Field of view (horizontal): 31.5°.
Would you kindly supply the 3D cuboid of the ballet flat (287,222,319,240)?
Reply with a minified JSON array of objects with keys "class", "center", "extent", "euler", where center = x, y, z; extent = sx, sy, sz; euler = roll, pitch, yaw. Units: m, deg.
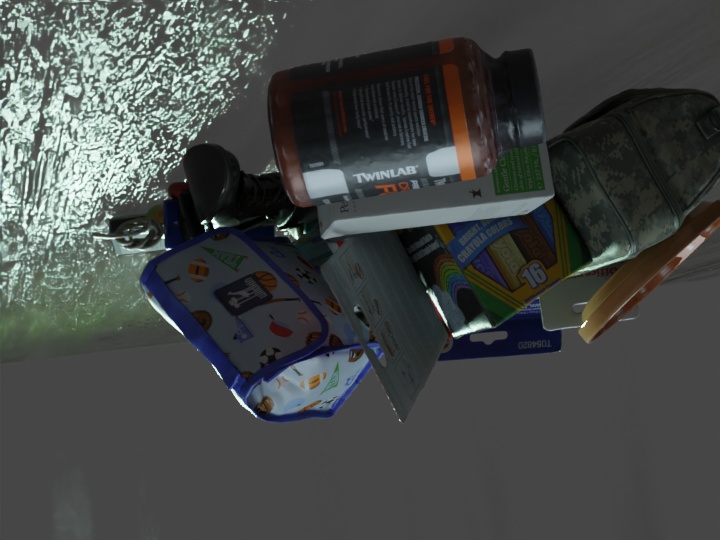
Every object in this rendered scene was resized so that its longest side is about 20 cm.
[{"class":"ballet flat","center":[-0.057,-0.063,1.466],"extent":[0.069,0.070,0.200],"euler":[-10,174,16]}]

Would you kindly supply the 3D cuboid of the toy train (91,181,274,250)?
[{"class":"toy train","center":[-0.201,-0.051,1.344],"extent":[0.198,0.086,0.115],"euler":[-5,-174,-27]}]

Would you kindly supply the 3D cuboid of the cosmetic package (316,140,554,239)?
[{"class":"cosmetic package","center":[0.059,-0.096,1.129],"extent":[0.198,0.109,0.085],"euler":[-8,173,-12]}]

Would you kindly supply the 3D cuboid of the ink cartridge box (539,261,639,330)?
[{"class":"ink cartridge box","center":[0.241,-0.035,1.444],"extent":[0.115,0.202,0.067],"euler":[-7,173,-1]}]

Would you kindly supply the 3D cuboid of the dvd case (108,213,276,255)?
[{"class":"dvd case","center":[-0.198,-0.051,1.529],"extent":[0.198,0.025,0.150],"euler":[-7,173,-10]}]

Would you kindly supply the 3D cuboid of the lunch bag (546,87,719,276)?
[{"class":"lunch bag","center":[0.256,-0.095,1.251],"extent":[0.167,0.140,0.200],"euler":[-29,179,-17]}]

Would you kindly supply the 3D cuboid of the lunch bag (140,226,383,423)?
[{"class":"lunch bag","center":[-0.095,0.051,1.208],"extent":[0.124,0.170,0.199],"euler":[-53,154,19]}]

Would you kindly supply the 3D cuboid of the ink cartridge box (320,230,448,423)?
[{"class":"ink cartridge box","center":[0.012,0.039,1.190],"extent":[0.050,0.163,0.200],"euler":[-22,-167,25]}]

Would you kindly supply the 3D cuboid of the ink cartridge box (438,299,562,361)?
[{"class":"ink cartridge box","center":[0.150,0.004,1.544],"extent":[0.198,0.202,0.041],"euler":[-8,161,31]}]

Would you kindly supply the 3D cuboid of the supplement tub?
[{"class":"supplement tub","center":[0.036,-0.113,0.955],"extent":[0.198,0.108,0.107],"euler":[-9,173,8]}]

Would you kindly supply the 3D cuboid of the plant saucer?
[{"class":"plant saucer","center":[0.297,-0.003,1.308],"extent":[0.200,0.032,0.200],"euler":[-40,168,-10]}]

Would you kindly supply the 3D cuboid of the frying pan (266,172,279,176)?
[{"class":"frying pan","center":[-0.015,-0.092,1.376],"extent":[0.188,0.031,0.115],"euler":[3,166,-12]}]

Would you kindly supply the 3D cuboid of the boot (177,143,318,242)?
[{"class":"boot","center":[-0.084,-0.082,1.241],"extent":[0.173,0.070,0.200],"euler":[-13,166,-19]}]

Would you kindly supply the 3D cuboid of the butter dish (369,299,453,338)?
[{"class":"butter dish","center":[0.059,-0.026,1.484],"extent":[0.199,0.201,0.147],"euler":[-16,150,36]}]

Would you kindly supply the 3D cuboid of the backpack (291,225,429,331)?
[{"class":"backpack","center":[0.000,0.000,1.360],"extent":[0.199,0.127,0.167],"euler":[-27,-178,24]}]

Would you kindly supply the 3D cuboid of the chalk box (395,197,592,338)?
[{"class":"chalk box","center":[0.107,-0.054,1.241],"extent":[0.123,0.201,0.125],"euler":[-30,180,-16]}]
